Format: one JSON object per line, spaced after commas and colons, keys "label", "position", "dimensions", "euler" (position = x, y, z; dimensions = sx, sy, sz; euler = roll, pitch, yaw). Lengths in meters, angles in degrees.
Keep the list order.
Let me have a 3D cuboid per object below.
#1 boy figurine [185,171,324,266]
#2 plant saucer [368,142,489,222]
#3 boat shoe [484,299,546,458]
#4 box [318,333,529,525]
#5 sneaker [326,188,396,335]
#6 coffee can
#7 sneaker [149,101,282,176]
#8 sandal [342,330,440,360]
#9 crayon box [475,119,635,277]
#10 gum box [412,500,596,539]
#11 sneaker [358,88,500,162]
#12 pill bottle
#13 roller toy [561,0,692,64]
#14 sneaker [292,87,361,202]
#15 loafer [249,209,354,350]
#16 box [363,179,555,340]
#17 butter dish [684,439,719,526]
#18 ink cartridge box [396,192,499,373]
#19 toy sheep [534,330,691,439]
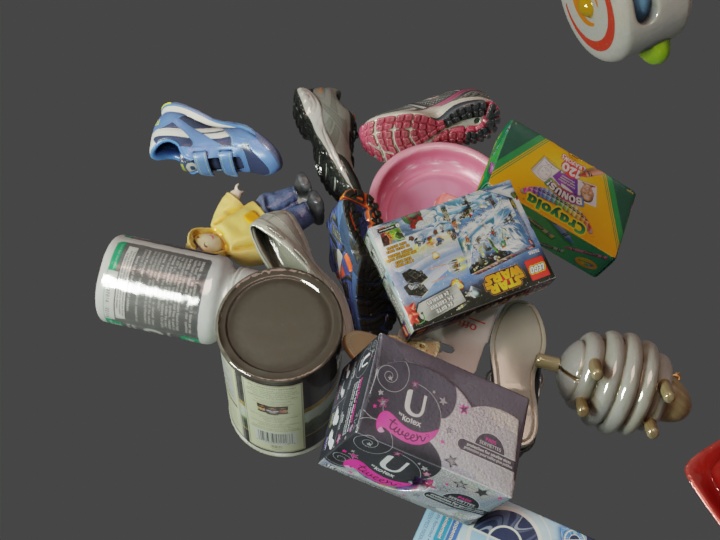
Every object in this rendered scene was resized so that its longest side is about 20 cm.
{"label": "boy figurine", "position": [-0.150, -0.061, 1.741], "dimensions": [0.198, 0.065, 0.125], "euler": [-24, 65, -17]}
{"label": "plant saucer", "position": [0.108, -0.078, 1.762], "dimensions": [0.197, 0.051, 0.203], "euler": [1, 58, -1]}
{"label": "boat shoe", "position": [0.194, 0.135, 1.625], "dimensions": [0.074, 0.062, 0.203], "euler": [2, 61, -3]}
{"label": "box", "position": [0.073, 0.181, 1.476], "dimensions": [0.198, 0.115, 0.134], "euler": [24, 56, -13]}
{"label": "sneaker", "position": [0.000, 0.000, 1.704], "dimensions": [0.074, 0.078, 0.203], "euler": [2, 70, -31]}
{"label": "coffee can", "position": [-0.092, 0.112, 1.553], "dimensions": [0.144, 0.201, 0.148], "euler": [1, 58, -1]}
{"label": "sneaker", "position": [-0.200, -0.161, 1.799], "dimensions": [0.197, 0.074, 0.083], "euler": [18, 61, 19]}
{"label": "sandal", "position": [0.081, 0.114, 1.574], "dimensions": [0.211, 0.070, 0.078], "euler": [35, 30, -18]}
{"label": "crayon box", "position": [0.255, -0.095, 1.731], "dimensions": [0.198, 0.058, 0.120], "euler": [29, 56, -6]}
{"label": "gum box", "position": [0.151, 0.349, 1.502], "dimensions": [0.198, 0.045, 0.171], "euler": [23, 60, 12]}
{"label": "sneaker", "position": [0.093, -0.203, 1.831], "dimensions": [0.197, 0.082, 0.075], "euler": [-11, 34, -11]}
{"label": "pill bottle", "position": [-0.223, 0.029, 1.654], "dimensions": [0.197, 0.114, 0.114], "euler": [12, 58, 7]}
{"label": "roller toy", "position": [0.372, -0.402, 1.888], "dimensions": [0.138, 0.183, 0.201], "euler": [-23, 61, -14]}
{"label": "sneaker", "position": [-0.032, -0.179, 1.811], "dimensions": [0.078, 0.074, 0.202], "euler": [-13, 59, -15]}
{"label": "loafer", "position": [-0.077, 0.017, 1.664], "dimensions": [0.069, 0.070, 0.201], "euler": [-21, 74, -50]}
{"label": "box", "position": [0.119, -0.014, 1.582], "dimensions": [0.197, 0.040, 0.138], "euler": [-19, 74, -18]}
{"label": "butter dish", "position": [0.514, 0.239, 1.516], "dimensions": [0.197, 0.149, 0.201], "euler": [-25, 61, -16]}
{"label": "ink cartridge box", "position": [0.120, 0.019, 1.655], "dimensions": [0.115, 0.067, 0.203], "euler": [20, 83, -4]}
{"label": "toy sheep", "position": [0.306, 0.135, 1.586], "dimensions": [0.197, 0.138, 0.139], "euler": [21, 59, -3]}
